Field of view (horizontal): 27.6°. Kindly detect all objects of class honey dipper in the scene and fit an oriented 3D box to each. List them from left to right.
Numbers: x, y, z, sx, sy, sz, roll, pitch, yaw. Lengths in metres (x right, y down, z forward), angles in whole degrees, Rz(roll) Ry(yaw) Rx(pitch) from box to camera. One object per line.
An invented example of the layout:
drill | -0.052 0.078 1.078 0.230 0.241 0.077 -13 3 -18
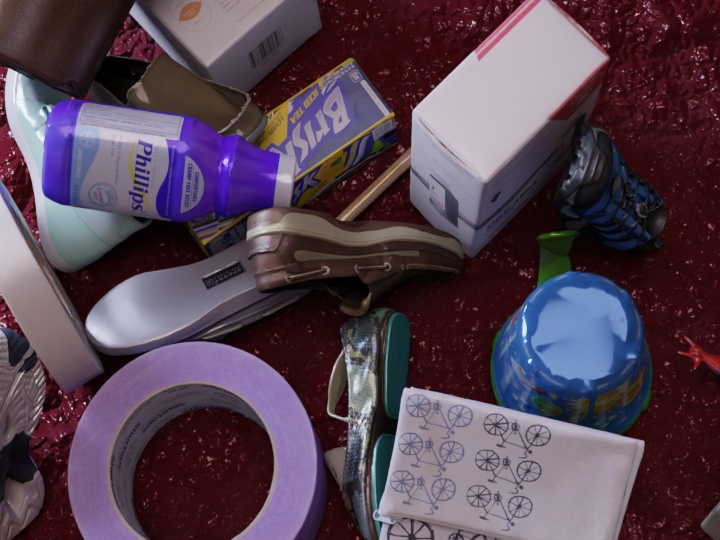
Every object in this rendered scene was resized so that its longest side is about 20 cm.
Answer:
honey dipper | 0.038 -0.095 1.274 0.200 0.038 0.038 -44 74 -5

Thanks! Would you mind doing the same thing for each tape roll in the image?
tape roll | -0.269 0.003 1.175 0.037 0.203 0.204 -29 72 -9
tape roll | -0.128 0.165 1.173 0.197 0.085 0.203 -2 71 5

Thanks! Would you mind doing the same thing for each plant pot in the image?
plant pot | -0.252 -0.258 1.180 0.198 0.200 0.200 23 90 11

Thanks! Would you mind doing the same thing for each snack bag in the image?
snack bag | 0.102 0.200 1.113 0.186 0.021 0.203 13 105 1

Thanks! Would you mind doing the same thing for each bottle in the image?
bottle | -0.151 -0.082 1.164 0.197 0.084 0.066 9 28 -4

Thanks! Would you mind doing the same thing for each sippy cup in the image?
sippy cup | 0.170 0.065 1.159 0.139 0.131 0.178 -41 74 -9

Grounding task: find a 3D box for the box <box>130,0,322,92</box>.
box | -0.146 -0.264 1.308 0.124 0.098 0.200 -41 74 -8

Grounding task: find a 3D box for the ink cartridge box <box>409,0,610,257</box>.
ink cartridge box | 0.115 -0.111 1.184 0.085 0.200 0.146 44 80 11

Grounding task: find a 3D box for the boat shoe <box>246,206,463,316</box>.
boat shoe | -0.003 0.001 1.193 0.200 0.075 0.076 6 74 -29

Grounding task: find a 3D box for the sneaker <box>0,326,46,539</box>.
sneaker | -0.318 0.111 1.164 0.129 0.201 0.079 26 47 24

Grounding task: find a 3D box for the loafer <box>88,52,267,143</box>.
loafer | -0.165 -0.140 1.244 0.198 0.070 0.076 14 56 35

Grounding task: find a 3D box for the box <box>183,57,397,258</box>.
box | -0.066 -0.093 1.263 0.199 0.064 0.070 -35 73 -8

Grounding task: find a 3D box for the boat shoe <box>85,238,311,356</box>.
boat shoe | -0.130 0.028 1.228 0.198 0.066 0.072 -26 54 -11

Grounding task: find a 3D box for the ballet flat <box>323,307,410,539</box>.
ballet flat | 0.004 0.131 1.192 0.073 0.074 0.203 3 70 5

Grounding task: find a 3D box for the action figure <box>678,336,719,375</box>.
action figure | 0.326 0.032 1.177 0.065 0.099 0.202 5 68 49

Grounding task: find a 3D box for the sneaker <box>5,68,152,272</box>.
sneaker | -0.231 -0.112 1.257 0.117 0.073 0.203 -22 78 28

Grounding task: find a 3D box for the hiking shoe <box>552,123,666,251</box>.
hiking shoe | 0.204 -0.062 1.160 0.086 0.200 0.075 21 88 14

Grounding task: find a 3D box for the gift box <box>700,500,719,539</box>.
gift box | 0.386 0.172 1.078 0.199 0.187 0.185 35 78 15
